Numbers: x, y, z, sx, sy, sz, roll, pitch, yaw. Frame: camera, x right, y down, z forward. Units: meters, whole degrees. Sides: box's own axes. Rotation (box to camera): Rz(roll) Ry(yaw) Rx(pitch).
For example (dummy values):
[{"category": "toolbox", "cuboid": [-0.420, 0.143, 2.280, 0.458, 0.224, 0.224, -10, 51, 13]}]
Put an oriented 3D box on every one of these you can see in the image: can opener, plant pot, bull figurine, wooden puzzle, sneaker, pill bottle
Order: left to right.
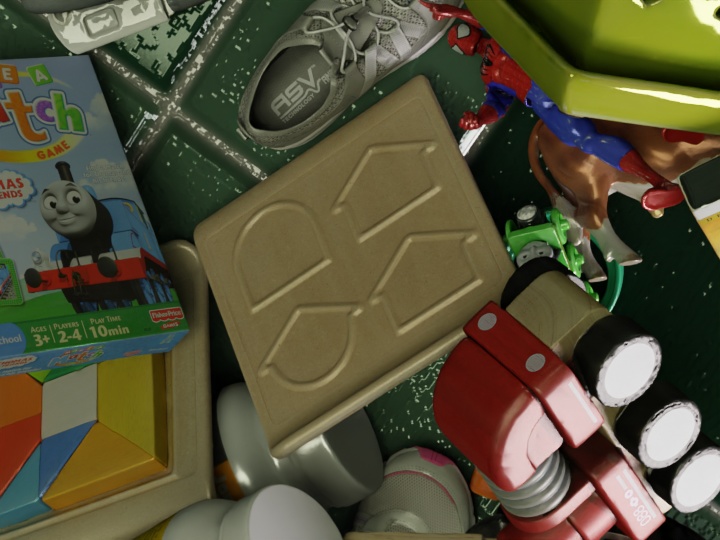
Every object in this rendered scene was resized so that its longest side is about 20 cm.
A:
[{"category": "wooden puzzle", "cuboid": [-0.178, 0.091, 1.387, 0.184, 0.037, 0.201, -21, 56, 21]}, {"category": "can opener", "cuboid": [-0.113, -0.187, 1.357, 0.199, 0.066, 0.053, -18, 98, 11]}, {"category": "pill bottle", "cuboid": [-0.103, 0.206, 1.287, 0.200, 0.112, 0.113, -34, 95, 33]}, {"category": "pill bottle", "cuboid": [-0.092, 0.143, 1.403, 0.199, 0.116, 0.117, -29, 96, 18]}, {"category": "sneaker", "cuboid": [-0.001, -0.143, 1.330, 0.075, 0.082, 0.200, 41, 108, 0]}, {"category": "wooden puzzle", "cuboid": [0.000, 0.000, 1.333, 0.185, 0.046, 0.201, -33, 51, 15]}, {"category": "sneaker", "cuboid": [0.016, 0.213, 1.410, 0.081, 0.088, 0.201, 20, 107, 7]}, {"category": "plant pot", "cuboid": [0.172, -0.187, 1.197, 0.198, 0.200, 0.182, 5, 117, -26]}, {"category": "bull figurine", "cuboid": [0.201, -0.067, 1.307, 0.199, 0.065, 0.122, -10, 79, 22]}]

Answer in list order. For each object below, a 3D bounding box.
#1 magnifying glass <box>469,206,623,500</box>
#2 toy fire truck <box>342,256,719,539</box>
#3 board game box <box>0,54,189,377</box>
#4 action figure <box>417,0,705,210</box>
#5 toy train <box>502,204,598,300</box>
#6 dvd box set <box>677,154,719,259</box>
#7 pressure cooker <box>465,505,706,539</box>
[{"category": "magnifying glass", "cuboid": [0.111, 0.054, 1.388, 0.079, 0.022, 0.201, 19, 105, 7]}, {"category": "toy fire truck", "cuboid": [0.082, 0.111, 1.241, 0.200, 0.129, 0.176, -43, 134, -6]}, {"category": "board game box", "cuboid": [-0.206, -0.037, 1.333, 0.037, 0.151, 0.201, -42, 64, 46]}, {"category": "action figure", "cuboid": [0.099, -0.104, 1.271, 0.200, 0.098, 0.066, 39, 121, 45]}, {"category": "toy train", "cuboid": [0.132, 0.045, 1.323, 0.041, 0.057, 0.201, -14, 129, 17]}, {"category": "dvd box set", "cuboid": [0.280, -0.027, 1.249, 0.146, 0.200, 0.030, -26, 54, 11]}, {"category": "pressure cooker", "cuboid": [0.143, 0.235, 1.336, 0.177, 0.201, 0.177, 3, 137, 21]}]
